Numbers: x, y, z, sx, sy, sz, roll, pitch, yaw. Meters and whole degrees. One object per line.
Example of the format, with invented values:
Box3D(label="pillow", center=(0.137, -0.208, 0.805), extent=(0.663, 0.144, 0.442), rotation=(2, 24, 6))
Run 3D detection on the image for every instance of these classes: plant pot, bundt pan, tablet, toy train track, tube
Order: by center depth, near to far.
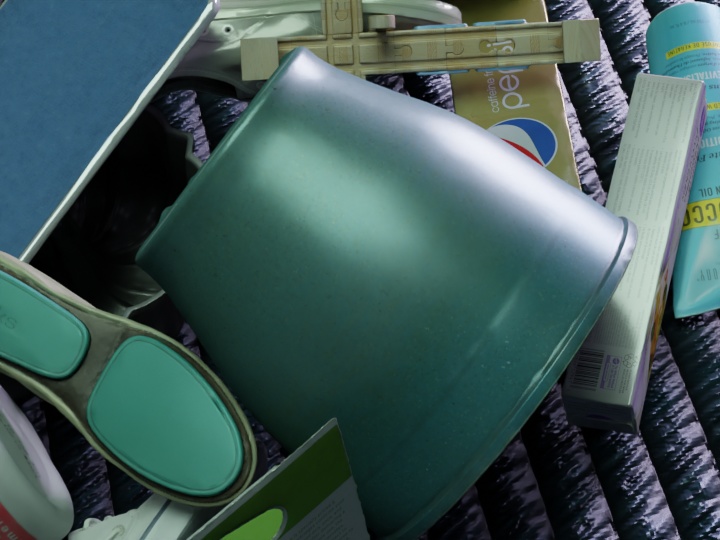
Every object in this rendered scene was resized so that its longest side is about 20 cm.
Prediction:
Box3D(label="plant pot", center=(0.000, 0.000, 1.060), extent=(0.188, 0.200, 0.201), rotation=(37, 59, -5))
Box3D(label="toy train track", center=(0.033, -0.121, 1.193), extent=(0.198, 0.116, 0.033), rotation=(-3, 5, -1))
Box3D(label="tablet", center=(-0.178, -0.095, 1.209), extent=(0.130, 0.014, 0.201), rotation=(30, 79, 32))
Box3D(label="bundt pan", center=(-0.173, -0.006, 1.227), extent=(0.200, 0.076, 0.203), rotation=(-6, 49, 7))
Box3D(label="tube", center=(0.200, -0.061, 1.228), extent=(0.077, 0.050, 0.201), rotation=(-14, 54, 11))

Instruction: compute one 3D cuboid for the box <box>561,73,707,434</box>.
Box3D(label="box", center=(0.148, -0.011, 1.168), extent=(0.041, 0.039, 0.201), rotation=(8, 64, 16))

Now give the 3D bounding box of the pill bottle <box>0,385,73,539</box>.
Box3D(label="pill bottle", center=(-0.251, 0.139, 1.083), extent=(0.199, 0.109, 0.109), rotation=(-35, 50, 2))

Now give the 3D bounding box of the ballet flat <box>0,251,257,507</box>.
Box3D(label="ballet flat", center=(-0.126, 0.053, 1.094), extent=(0.199, 0.070, 0.069), rotation=(35, 63, 18))

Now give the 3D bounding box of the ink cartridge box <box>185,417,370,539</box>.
Box3D(label="ink cartridge box", center=(-0.067, 0.151, 0.991), extent=(0.148, 0.201, 0.076), rotation=(-38, 53, -21))

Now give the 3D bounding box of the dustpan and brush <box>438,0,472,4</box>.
Box3D(label="dustpan and brush", center=(0.004, -0.176, 1.306), extent=(0.199, 0.139, 0.058), rotation=(-21, 66, 32))

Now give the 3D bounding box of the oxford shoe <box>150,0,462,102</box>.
Box3D(label="oxford shoe", center=(-0.041, -0.126, 1.243), extent=(0.198, 0.075, 0.058), rotation=(-5, 83, -1))

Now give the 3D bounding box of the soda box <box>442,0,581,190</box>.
Box3D(label="soda box", center=(0.088, -0.069, 1.237), extent=(0.064, 0.068, 0.201), rotation=(-10, 49, 3))

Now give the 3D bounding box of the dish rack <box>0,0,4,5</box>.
Box3D(label="dish rack", center=(-0.206, -0.155, 1.334), extent=(0.199, 0.055, 0.154), rotation=(-13, 42, 36))

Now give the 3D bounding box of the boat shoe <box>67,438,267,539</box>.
Box3D(label="boat shoe", center=(-0.122, 0.152, 1.085), extent=(0.065, 0.074, 0.200), rotation=(25, 57, 23))
